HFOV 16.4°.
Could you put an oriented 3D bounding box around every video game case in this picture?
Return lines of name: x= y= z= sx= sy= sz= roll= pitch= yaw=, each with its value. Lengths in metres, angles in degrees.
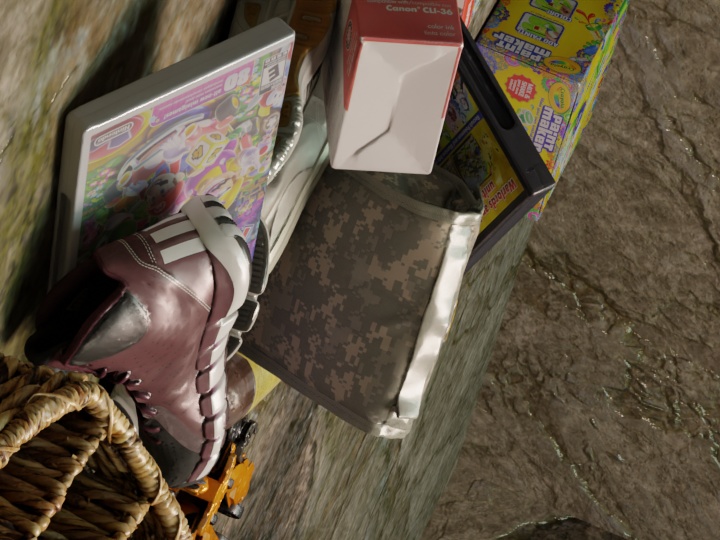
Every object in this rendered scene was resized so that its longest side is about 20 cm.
video game case: x=0.044 y=-0.095 z=1.711 sx=0.025 sy=0.181 sz=0.200 roll=-24 pitch=169 yaw=-27
video game case: x=-0.106 y=-0.034 z=1.354 sx=0.143 sy=0.018 sz=0.201 roll=-29 pitch=149 yaw=-33

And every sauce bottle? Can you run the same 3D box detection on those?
sauce bottle: x=-0.099 y=0.076 z=1.736 sx=0.200 sy=0.064 sz=0.065 roll=-44 pitch=155 yaw=-73

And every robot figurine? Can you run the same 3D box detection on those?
robot figurine: x=-0.123 y=0.171 z=1.849 sx=0.200 sy=0.058 sz=0.146 roll=86 pitch=26 yaw=-73

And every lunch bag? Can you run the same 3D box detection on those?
lunch bag: x=0.000 y=0.000 z=1.662 sx=0.117 sy=0.200 sz=0.165 roll=5 pitch=112 yaw=-40

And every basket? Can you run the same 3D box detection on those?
basket: x=-0.168 y=0.143 z=1.166 sx=0.143 sy=0.148 sz=0.200 roll=103 pitch=13 yaw=-48

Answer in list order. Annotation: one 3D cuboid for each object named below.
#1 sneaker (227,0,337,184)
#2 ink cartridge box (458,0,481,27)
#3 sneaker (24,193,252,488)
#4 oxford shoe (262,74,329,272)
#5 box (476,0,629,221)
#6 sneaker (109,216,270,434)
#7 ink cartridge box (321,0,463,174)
sneaker: x=-0.063 y=-0.090 z=1.497 sx=0.088 sy=0.075 sz=0.201 roll=98 pitch=16 yaw=-58
ink cartridge box: x=0.078 y=-0.247 z=2.096 sx=0.109 sy=0.050 sz=0.201 roll=100 pitch=13 yaw=-55
sneaker: x=-0.131 y=0.049 z=1.351 sx=0.115 sy=0.076 sz=0.201 roll=-17 pitch=137 yaw=-29
oxford shoe: x=-0.057 y=-0.085 z=1.611 sx=0.058 sy=0.075 sz=0.201 roll=41 pitch=64 yaw=-43
box: x=0.188 y=-0.201 z=2.685 sx=0.193 sy=0.121 sz=0.201 roll=-60 pitch=169 yaw=-45
sneaker: x=-0.117 y=0.034 z=1.562 sx=0.084 sy=0.080 sz=0.201 roll=-88 pitch=-158 yaw=-63
ink cartridge box: x=0.014 y=-0.173 z=1.552 sx=0.117 sy=0.067 sz=0.201 roll=104 pitch=-16 yaw=-49
